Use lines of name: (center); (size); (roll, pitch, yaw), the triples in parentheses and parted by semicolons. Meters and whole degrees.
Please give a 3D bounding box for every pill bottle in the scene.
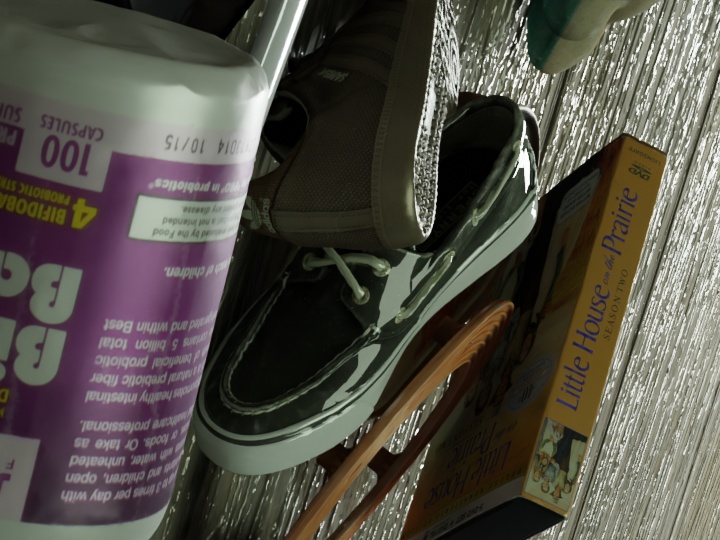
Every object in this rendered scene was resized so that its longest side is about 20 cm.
pill bottle: (-0.102, 0.022, 0.654); (0.112, 0.112, 0.201); (-13, 119, -65)

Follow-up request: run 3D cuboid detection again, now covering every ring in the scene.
ring: (0.002, 0.089, 1.007); (0.201, 0.019, 0.200); (-50, 171, -11)

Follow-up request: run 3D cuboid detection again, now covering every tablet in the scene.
tablet: (-0.035, -0.066, 0.761); (0.130, 0.014, 0.201); (-164, -85, -86)

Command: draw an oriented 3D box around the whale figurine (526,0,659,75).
whale figurine: (0.116, -0.180, 1.068); (0.159, 0.104, 0.200); (-60, -179, -28)

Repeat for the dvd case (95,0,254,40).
dvd case: (-0.039, -0.165, 0.775); (0.200, 0.017, 0.143); (-57, 154, -32)

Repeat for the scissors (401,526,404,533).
scissors: (0.074, 0.070, 1.165); (0.200, 0.014, 0.073); (-53, -161, 47)

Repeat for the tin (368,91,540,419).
tin: (0.029, -0.010, 1.049); (0.200, 0.042, 0.112); (-46, 144, -46)

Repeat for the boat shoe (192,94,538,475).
boat shoe: (0.000, 0.000, 0.915); (0.200, 0.071, 0.064); (-46, 151, -25)

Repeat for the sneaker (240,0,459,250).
sneaker: (-0.003, -0.076, 0.889); (0.200, 0.075, 0.071); (-77, 162, -59)

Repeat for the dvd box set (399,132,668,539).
dvd box set: (0.083, 0.045, 1.074); (0.146, 0.029, 0.201); (-40, -153, 60)
